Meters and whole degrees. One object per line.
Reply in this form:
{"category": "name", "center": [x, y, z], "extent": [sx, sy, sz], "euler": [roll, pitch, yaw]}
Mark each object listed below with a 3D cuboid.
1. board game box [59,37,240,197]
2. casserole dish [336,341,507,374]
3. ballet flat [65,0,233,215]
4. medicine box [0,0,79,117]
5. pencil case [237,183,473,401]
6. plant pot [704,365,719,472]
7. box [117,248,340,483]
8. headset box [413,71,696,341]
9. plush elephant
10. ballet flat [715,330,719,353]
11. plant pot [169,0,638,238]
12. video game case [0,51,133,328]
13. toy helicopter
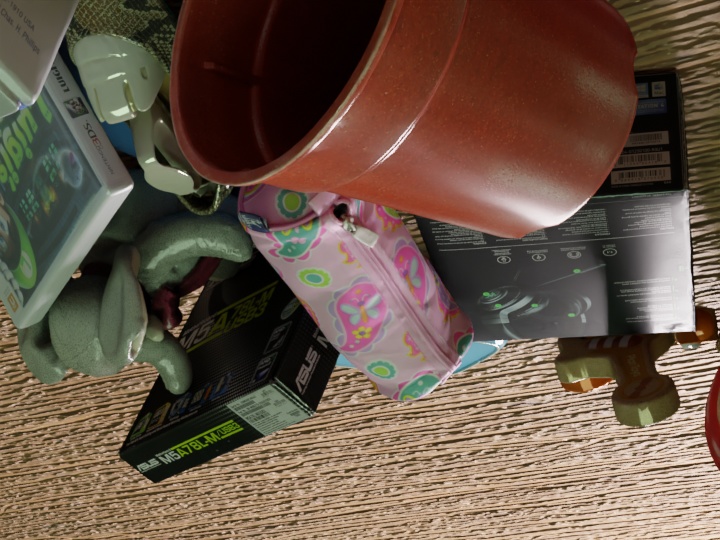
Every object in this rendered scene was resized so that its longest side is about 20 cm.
{"category": "board game box", "center": [-0.106, -0.117, 0.876], "extent": [0.199, 0.039, 0.158], "euler": [22, 151, -16]}
{"category": "casserole dish", "center": [0.036, 0.051, 1.098], "extent": [0.199, 0.039, 0.121], "euler": [9, 154, -29]}
{"category": "ballet flat", "center": [-0.121, -0.098, 0.791], "extent": [0.067, 0.076, 0.200], "euler": [-2, 148, 21]}
{"category": "medicine box", "center": [-0.224, -0.157, 0.657], "extent": [0.181, 0.201, 0.103], "euler": [-15, 135, 30]}
{"category": "pencil case", "center": [0.000, 0.000, 0.856], "extent": [0.087, 0.088, 0.200], "euler": [-10, 138, 25]}
{"category": "plant pot", "center": [0.383, 0.135, 1.075], "extent": [0.200, 0.201, 0.182], "euler": [-21, 133, 37]}
{"category": "box", "center": [-0.076, 0.048, 0.996], "extent": [0.047, 0.194, 0.199], "euler": [40, 138, -22]}
{"category": "headset box", "center": [0.140, -0.031, 0.924], "extent": [0.173, 0.093, 0.200], "euler": [-4, 149, 15]}
{"category": "plush elephant", "center": [-0.153, 0.014, 0.942], "extent": [0.199, 0.156, 0.164], "euler": [24, 164, -34]}
{"category": "ballet flat", "center": [0.331, 0.003, 1.000], "extent": [0.065, 0.071, 0.200], "euler": [46, 135, -11]}
{"category": "plant pot", "center": [0.033, -0.115, 0.723], "extent": [0.194, 0.202, 0.200], "euler": [18, 148, -37]}
{"category": "video game case", "center": [-0.224, -0.080, 0.842], "extent": [0.023, 0.183, 0.200], "euler": [-25, 169, -37]}
{"category": "toy helicopter", "center": [0.211, 0.063, 1.004], "extent": [0.131, 0.200, 0.079], "euler": [-15, 108, 8]}
